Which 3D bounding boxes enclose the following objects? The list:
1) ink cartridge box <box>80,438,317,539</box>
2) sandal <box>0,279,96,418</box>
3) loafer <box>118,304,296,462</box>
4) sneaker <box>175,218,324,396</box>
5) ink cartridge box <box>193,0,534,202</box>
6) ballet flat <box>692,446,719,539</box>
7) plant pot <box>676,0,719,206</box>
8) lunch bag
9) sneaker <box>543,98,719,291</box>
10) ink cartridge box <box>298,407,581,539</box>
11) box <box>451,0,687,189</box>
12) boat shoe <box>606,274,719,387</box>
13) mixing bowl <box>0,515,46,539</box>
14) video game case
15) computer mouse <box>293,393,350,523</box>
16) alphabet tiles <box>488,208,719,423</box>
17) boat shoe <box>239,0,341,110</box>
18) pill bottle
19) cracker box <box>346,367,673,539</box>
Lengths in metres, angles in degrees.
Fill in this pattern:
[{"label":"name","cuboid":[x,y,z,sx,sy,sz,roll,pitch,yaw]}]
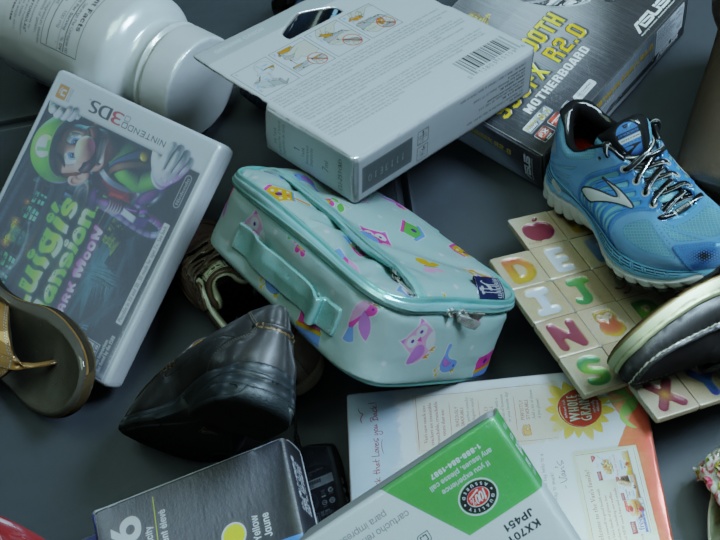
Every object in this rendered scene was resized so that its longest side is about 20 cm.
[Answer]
[{"label":"ink cartridge box","cuboid":[-0.111,0.231,0.696,0.199,0.047,0.198,-22,57,8]},{"label":"sandal","cuboid":[-0.277,0.045,0.830,0.200,0.055,0.082,38,114,24]},{"label":"loafer","cuboid":[-0.100,0.081,0.742,0.200,0.073,0.073,-23,46,49]},{"label":"sneaker","cuboid":[-0.093,0.007,0.816,0.070,0.076,0.200,-39,50,-9]},{"label":"ink cartridge box","cuboid":[0.003,-0.148,0.836,0.173,0.044,0.200,34,52,31]},{"label":"ballet flat","cuboid":[0.251,0.194,0.670,0.064,0.076,0.201,-27,48,30]},{"label":"plant pot","cuboid":[0.314,-0.110,0.780,0.200,0.200,0.175,30,88,25]},{"label":"lunch bag","cuboid":[0.000,0.000,0.757,0.200,0.160,0.077,38,110,38]},{"label":"sneaker","cuboid":[0.187,-0.058,0.757,0.078,0.090,0.200,-22,37,-18]},{"label":"ink cartridge box","cuboid":[0.072,0.202,0.625,0.146,0.083,0.200,-34,83,2]},{"label":"box","cuboid":[0.149,-0.183,0.916,0.158,0.048,0.200,35,71,26]},{"label":"boat shoe","cuboid":[0.250,0.035,0.701,0.199,0.073,0.065,-21,66,-19]},{"label":"mixing bowl","cuboid":[-0.217,0.244,0.669,0.200,0.108,0.201,-18,63,40]},{"label":"video game case","cuboid":[-0.212,-0.037,0.859,0.181,0.023,0.201,26,91,28]},{"label":"computer mouse","cuboid":[-0.042,0.121,0.784,0.058,0.034,0.200,-21,52,10]},{"label":"alphabet tiles","cuboid":[0.192,0.018,0.771,0.166,0.006,0.200,-14,47,-18]},{"label":"boat shoe","cuboid":[-0.048,-0.227,0.957,0.068,0.084,0.200,18,61,7]},{"label":"pill bottle","cuboid":[-0.211,-0.192,0.949,0.200,0.114,0.114,27,68,24]},{"label":"cracker box","cuboid":[0.093,0.142,0.725,0.199,0.058,0.134,-6,57,6]}]
